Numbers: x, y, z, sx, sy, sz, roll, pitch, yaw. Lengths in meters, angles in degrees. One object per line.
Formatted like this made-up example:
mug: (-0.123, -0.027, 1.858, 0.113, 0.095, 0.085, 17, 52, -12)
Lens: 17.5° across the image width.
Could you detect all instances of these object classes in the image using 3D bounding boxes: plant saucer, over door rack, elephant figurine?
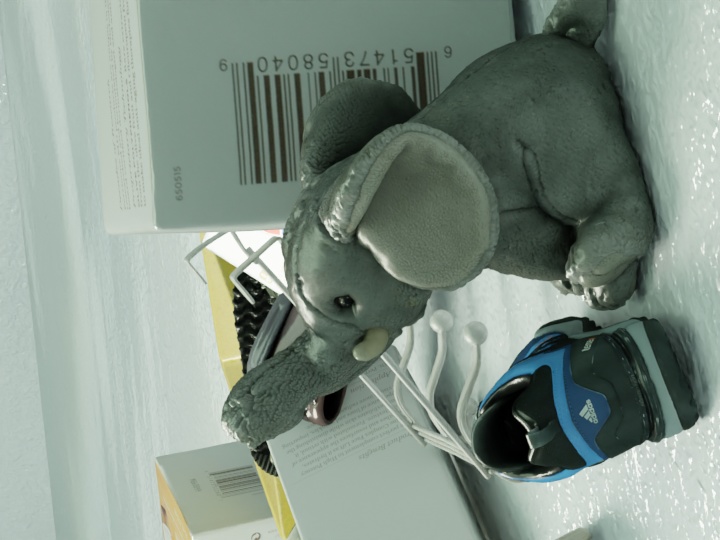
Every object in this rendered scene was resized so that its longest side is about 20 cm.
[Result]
plant saucer: (-0.072, 0.073, 1.805, 0.201, 0.048, 0.201, 86, 166, -48)
over door rack: (0.009, 0.034, 1.291, 0.200, 0.067, 0.148, 37, 174, -13)
elephant figurine: (0.024, -0.026, 1.072, 0.142, 0.199, 0.156, 113, 144, -66)

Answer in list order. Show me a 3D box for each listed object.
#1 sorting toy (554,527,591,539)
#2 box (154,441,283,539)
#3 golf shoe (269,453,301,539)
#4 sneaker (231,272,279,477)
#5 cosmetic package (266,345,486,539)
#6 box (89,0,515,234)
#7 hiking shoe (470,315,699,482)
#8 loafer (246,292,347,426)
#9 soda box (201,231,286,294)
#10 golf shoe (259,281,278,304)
sorting toy: (0.081, 0.260, 1.251, 0.180, 0.106, 0.201, 119, 139, -71)
box: (-0.099, 0.266, 1.959, 0.152, 0.106, 0.201, -132, 34, -64)
golf shoe: (-0.005, 0.193, 1.547, 0.078, 0.097, 0.201, -48, 55, 59)
sneaker: (-0.042, 0.061, 1.663, 0.093, 0.070, 0.201, 48, -144, -63)
cosmetic package: (0.017, 0.152, 1.404, 0.074, 0.101, 0.201, 59, -173, -50)
box: (-0.035, -0.122, 1.224, 0.171, 0.198, 0.201, 177, 88, -76)
hiking shoe: (0.086, 0.064, 1.112, 0.200, 0.086, 0.075, 136, 114, -74)
loafer: (0.000, 0.000, 1.396, 0.063, 0.072, 0.201, 38, 112, 32)
soda box: (-0.034, -0.081, 1.417, 0.068, 0.064, 0.201, 31, 135, 9)
golf shoe: (-0.025, -0.060, 1.546, 0.088, 0.077, 0.201, -89, 5, -51)
